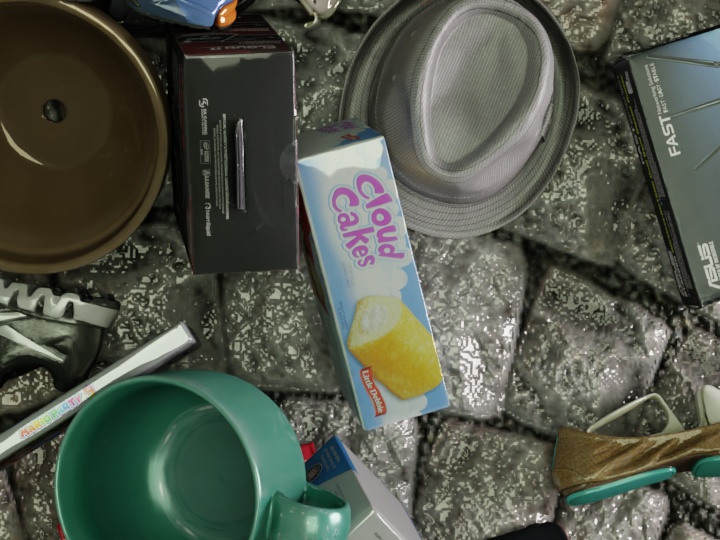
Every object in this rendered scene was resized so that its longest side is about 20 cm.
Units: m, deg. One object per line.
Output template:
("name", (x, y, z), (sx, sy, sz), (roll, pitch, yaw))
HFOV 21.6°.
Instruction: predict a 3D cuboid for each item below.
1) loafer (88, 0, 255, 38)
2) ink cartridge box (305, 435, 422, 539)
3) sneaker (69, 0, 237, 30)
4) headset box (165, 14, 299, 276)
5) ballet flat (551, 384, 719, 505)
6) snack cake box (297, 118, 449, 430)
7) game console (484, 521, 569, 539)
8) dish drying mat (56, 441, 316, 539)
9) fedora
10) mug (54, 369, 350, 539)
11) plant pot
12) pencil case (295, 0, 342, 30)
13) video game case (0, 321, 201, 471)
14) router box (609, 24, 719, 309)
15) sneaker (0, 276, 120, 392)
("loafer", (-0.171, -0.203, 1.372), (0.200, 0.070, 0.068), (-5, 91, -5))
("ink cartridge box", (-0.053, 0.232, 1.334), (0.200, 0.145, 0.084), (-42, 109, 2))
("sneaker", (-0.176, -0.224, 1.285), (0.199, 0.075, 0.079), (10, 106, -15))
("headset box", (-0.089, -0.089, 1.298), (0.077, 0.200, 0.149), (-3, 106, -8))
("ballet flat", (0.239, 0.126, 1.419), (0.199, 0.068, 0.073), (-9, 72, -1))
("snack cake box", (0.000, 0.000, 1.348), (0.067, 0.115, 0.201), (-16, 103, -5))
("game console", (0.078, 0.274, 1.360), (0.199, 0.031, 0.177), (-15, 49, -6))
("dish drying mat", (-0.120, 0.194, 1.404), (0.199, 0.018, 0.077), (-17, 92, -4))
("fedora", (0.077, -0.124, 1.382), (0.176, 0.090, 0.200), (29, 88, -4))
("mug", (-0.103, 0.154, 1.272), (0.185, 0.114, 0.152), (46, 105, 15))
("plant pot", (-0.227, -0.105, 1.344), (0.200, 0.093, 0.202), (2, 106, 6))
("pencil case", (0.014, -0.265, 1.383), (0.200, 0.078, 0.089), (-41, 74, -4))
("video game case", (-0.204, 0.098, 1.334), (0.200, 0.143, 0.018), (-32, 88, -4))
("router box", (0.290, -0.087, 1.415), (0.149, 0.062, 0.201), (-18, 92, -3))
("sneaker", (-0.278, 0.041, 1.358), (0.199, 0.066, 0.091), (13, 89, 4))
